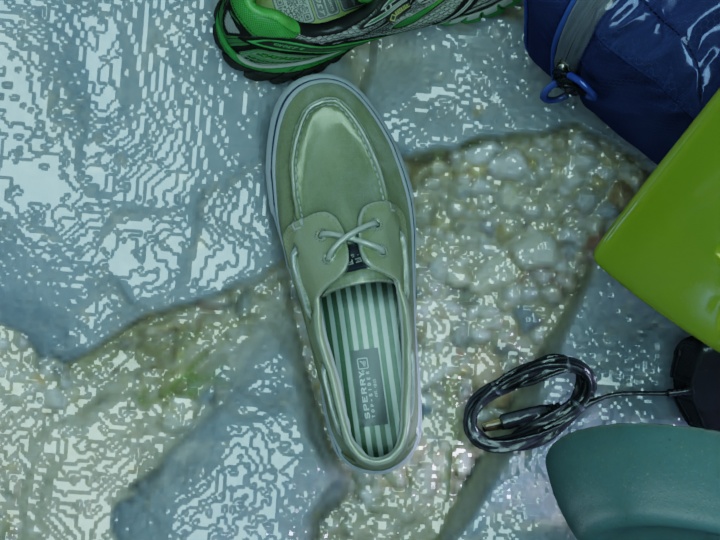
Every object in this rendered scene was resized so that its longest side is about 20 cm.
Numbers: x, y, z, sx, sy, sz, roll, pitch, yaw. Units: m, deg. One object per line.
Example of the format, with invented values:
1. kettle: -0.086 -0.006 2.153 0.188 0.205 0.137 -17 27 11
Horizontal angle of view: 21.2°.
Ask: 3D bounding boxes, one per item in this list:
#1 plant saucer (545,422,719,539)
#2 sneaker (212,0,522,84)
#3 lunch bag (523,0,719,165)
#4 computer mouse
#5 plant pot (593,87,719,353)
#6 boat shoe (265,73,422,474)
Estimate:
1. plant saucer: 0.176 0.129 0.880 0.199 0.200 0.036 21 67 -4
2. sneaker: 0.025 -0.150 0.934 0.199 0.085 0.078 -28 91 -7
3. lunch bag: 0.163 -0.146 0.920 0.132 0.136 0.200 43 82 13
4. computer mouse: 0.150 0.060 0.970 0.199 0.034 0.059 -6 105 -1
5. plant pot: 0.251 -0.034 0.842 0.181 0.200 0.199 44 117 14
6. boat shoe: 0.000 0.000 0.937 0.072 0.062 0.201 -12 88 -6
